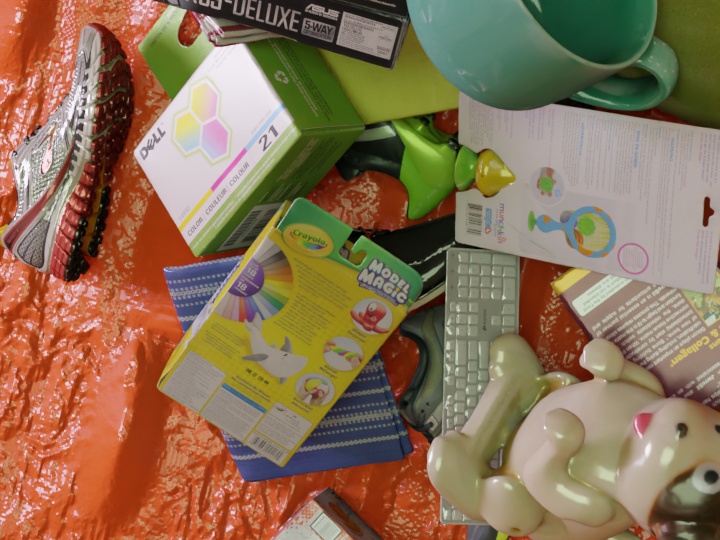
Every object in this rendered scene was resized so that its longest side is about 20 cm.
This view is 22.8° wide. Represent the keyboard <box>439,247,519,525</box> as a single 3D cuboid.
[{"bbox_3d":[0.087,0.084,1.306,0.056,0.011,0.201,2,84,-6],"label":"keyboard"}]

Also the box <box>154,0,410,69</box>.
[{"bbox_3d":[-0.050,-0.232,1.262,0.199,0.158,0.050,17,137,2],"label":"box"}]

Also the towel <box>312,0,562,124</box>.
[{"bbox_3d":[0.052,-0.157,1.295,0.199,0.018,0.087,-9,90,19],"label":"towel"}]

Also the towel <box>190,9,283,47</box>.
[{"bbox_3d":[-0.078,-0.238,1.312,0.143,0.023,0.200,-12,51,-24],"label":"towel"}]

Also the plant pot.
[{"bbox_3d":[0.250,-0.179,1.270,0.199,0.187,0.188,11,93,23],"label":"plant pot"}]

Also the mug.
[{"bbox_3d":[0.111,-0.170,1.186,0.114,0.152,0.186,-24,93,46],"label":"mug"}]

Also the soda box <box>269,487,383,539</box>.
[{"bbox_3d":[0.019,0.258,1.361,0.200,0.068,0.064,44,98,7],"label":"soda box"}]

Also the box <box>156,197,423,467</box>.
[{"bbox_3d":[-0.049,0.039,1.291,0.117,0.048,0.200,33,122,-9],"label":"box"}]

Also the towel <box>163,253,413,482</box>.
[{"bbox_3d":[-0.051,0.070,1.350,0.144,0.024,0.201,-10,118,15],"label":"towel"}]

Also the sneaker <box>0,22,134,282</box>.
[{"bbox_3d":[-0.234,-0.097,1.396,0.082,0.078,0.201,17,94,11],"label":"sneaker"}]

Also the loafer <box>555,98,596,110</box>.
[{"bbox_3d":[0.125,-0.165,1.333,0.073,0.072,0.201,-29,85,10],"label":"loafer"}]

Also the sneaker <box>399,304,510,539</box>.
[{"bbox_3d":[0.071,0.118,1.341,0.081,0.074,0.201,-6,83,-10],"label":"sneaker"}]

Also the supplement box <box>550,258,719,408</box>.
[{"bbox_3d":[0.242,0.057,1.309,0.110,0.086,0.200,-37,84,9],"label":"supplement box"}]

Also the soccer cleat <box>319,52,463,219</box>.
[{"bbox_3d":[-0.009,-0.120,1.364,0.200,0.068,0.081,41,110,7],"label":"soccer cleat"}]

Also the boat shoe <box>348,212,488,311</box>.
[{"bbox_3d":[0.000,0.001,1.352,0.201,0.074,0.063,-22,116,13],"label":"boat shoe"}]

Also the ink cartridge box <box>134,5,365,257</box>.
[{"bbox_3d":[-0.108,-0.134,1.328,0.148,0.076,0.200,-47,67,35],"label":"ink cartridge box"}]

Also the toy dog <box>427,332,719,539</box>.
[{"bbox_3d":[0.175,0.140,1.224,0.199,0.140,0.194,-4,123,47],"label":"toy dog"}]

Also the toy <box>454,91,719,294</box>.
[{"bbox_3d":[0.163,-0.061,1.260,0.199,0.047,0.116,11,113,25],"label":"toy"}]
